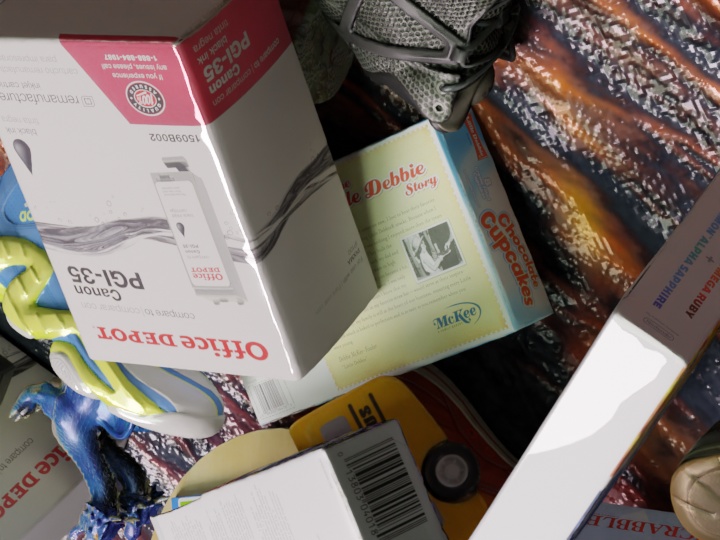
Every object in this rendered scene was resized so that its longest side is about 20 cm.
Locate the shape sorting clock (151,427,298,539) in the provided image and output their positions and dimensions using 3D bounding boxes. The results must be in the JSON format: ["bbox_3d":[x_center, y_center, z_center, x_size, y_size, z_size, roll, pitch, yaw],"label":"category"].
[{"bbox_3d":[-0.039,0.187,1.476,0.199,0.039,0.202,-1,89,39],"label":"shape sorting clock"}]

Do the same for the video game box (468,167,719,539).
[{"bbox_3d":[0.131,0.045,1.272,0.047,0.182,0.200,33,134,6],"label":"video game box"}]

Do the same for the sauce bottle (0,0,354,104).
[{"bbox_3d":[-0.101,-0.134,1.396,0.199,0.065,0.065,13,127,26],"label":"sauce bottle"}]

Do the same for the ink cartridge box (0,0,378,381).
[{"bbox_3d":[-0.092,-0.050,1.352,0.146,0.083,0.201,4,127,35],"label":"ink cartridge box"}]

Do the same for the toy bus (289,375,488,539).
[{"bbox_3d":[0.044,0.152,1.385,0.201,0.078,0.065,61,175,11],"label":"toy bus"}]

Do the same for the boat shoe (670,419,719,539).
[{"bbox_3d":[0.251,0.092,1.301,0.199,0.066,0.074,1,121,20],"label":"boat shoe"}]

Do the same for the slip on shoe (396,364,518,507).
[{"bbox_3d":[0.069,0.135,1.466,0.200,0.061,0.074,46,133,-3],"label":"slip on shoe"}]

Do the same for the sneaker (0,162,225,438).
[{"bbox_3d":[-0.140,0.004,1.478,0.200,0.076,0.105,35,104,18],"label":"sneaker"}]

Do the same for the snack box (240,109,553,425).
[{"bbox_3d":[0.000,0.000,1.419,0.199,0.037,0.117,-22,90,43],"label":"snack box"}]

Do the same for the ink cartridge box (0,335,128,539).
[{"bbox_3d":[-0.262,0.103,1.621,0.199,0.145,0.084,35,134,10],"label":"ink cartridge box"}]

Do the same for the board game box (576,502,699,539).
[{"bbox_3d":[0.203,0.223,1.418,0.199,0.041,0.201,7,124,18],"label":"board game box"}]

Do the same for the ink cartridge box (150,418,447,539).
[{"bbox_3d":[-0.027,0.149,1.359,0.200,0.050,0.110,-25,87,58],"label":"ink cartridge box"}]

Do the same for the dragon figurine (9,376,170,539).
[{"bbox_3d":[-0.138,0.062,1.554,0.099,0.059,0.201,25,103,20],"label":"dragon figurine"}]

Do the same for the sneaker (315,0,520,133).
[{"bbox_3d":[0.061,-0.136,1.274,0.199,0.076,0.115,-16,112,45],"label":"sneaker"}]
